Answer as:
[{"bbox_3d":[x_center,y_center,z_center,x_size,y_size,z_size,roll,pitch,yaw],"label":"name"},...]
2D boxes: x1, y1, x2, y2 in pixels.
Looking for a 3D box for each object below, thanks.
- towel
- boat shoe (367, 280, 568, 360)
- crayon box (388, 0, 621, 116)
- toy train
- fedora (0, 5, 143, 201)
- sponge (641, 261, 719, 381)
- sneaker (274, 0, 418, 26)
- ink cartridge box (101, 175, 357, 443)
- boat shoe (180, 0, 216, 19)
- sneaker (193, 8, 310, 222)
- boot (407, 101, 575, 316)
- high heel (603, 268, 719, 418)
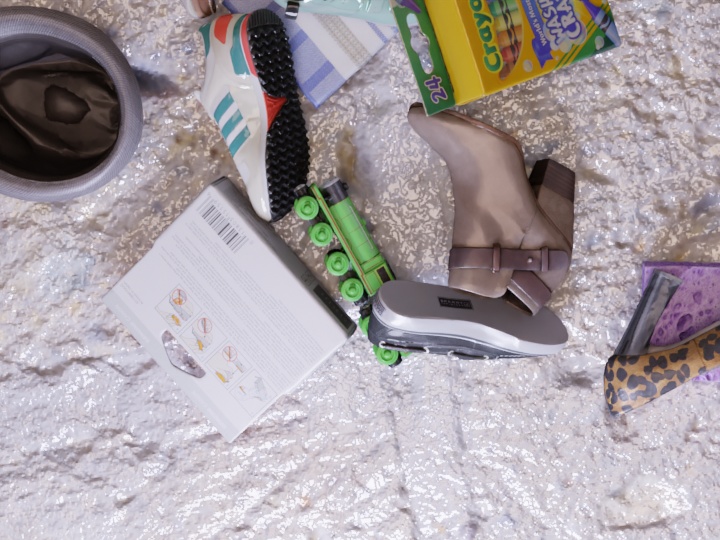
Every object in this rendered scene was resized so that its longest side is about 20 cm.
[{"bbox_3d":[-0.018,-0.275,1.188,0.200,0.024,0.147,-43,94,11],"label":"towel"},{"bbox_3d":[0.100,0.055,1.193,0.197,0.069,0.057,11,129,-15],"label":"boat shoe"},{"bbox_3d":[0.129,-0.229,1.114,0.198,0.051,0.128,-23,97,-26],"label":"crayon box"},{"bbox_3d":[0.000,0.000,1.210,0.056,0.042,0.202,-29,99,-2],"label":"toy train"},{"bbox_3d":[-0.301,-0.159,1.197,0.196,0.090,0.180,6,100,-2],"label":"fedora"},{"bbox_3d":[0.367,0.050,1.193,0.196,0.030,0.114,1,98,6],"label":"sponge"},{"bbox_3d":[0.008,-0.255,1.118,0.196,0.118,0.075,0,100,4],"label":"sneaker"},{"bbox_3d":[-0.130,0.041,1.233,0.173,0.044,0.200,-41,92,21],"label":"ink cartridge box"},{"bbox_3d":[-0.144,-0.314,1.129,0.071,0.077,0.202,-11,142,-6],"label":"boat shoe"},{"bbox_3d":[-0.109,-0.148,1.201,0.092,0.070,0.203,7,114,36],"label":"sneaker"},{"bbox_3d":[0.112,-0.051,1.168,0.197,0.070,0.148,22,82,-8],"label":"boot"},{"bbox_3d":[0.328,0.103,1.149,0.198,0.071,0.144,26,95,18],"label":"high heel"}]
